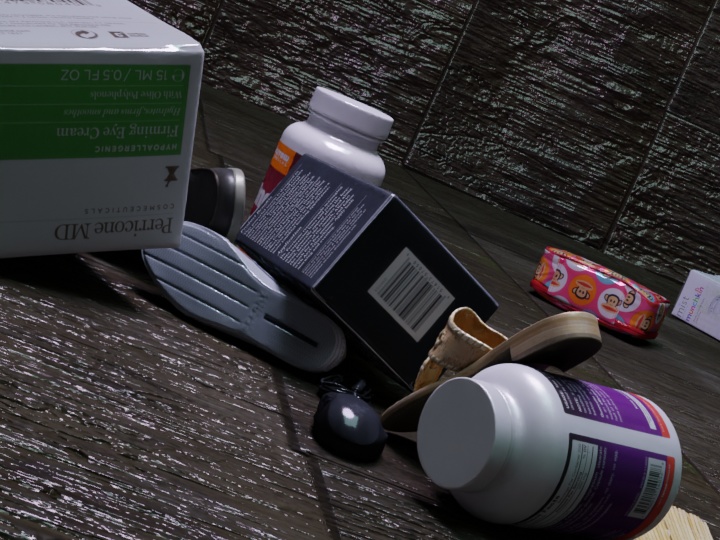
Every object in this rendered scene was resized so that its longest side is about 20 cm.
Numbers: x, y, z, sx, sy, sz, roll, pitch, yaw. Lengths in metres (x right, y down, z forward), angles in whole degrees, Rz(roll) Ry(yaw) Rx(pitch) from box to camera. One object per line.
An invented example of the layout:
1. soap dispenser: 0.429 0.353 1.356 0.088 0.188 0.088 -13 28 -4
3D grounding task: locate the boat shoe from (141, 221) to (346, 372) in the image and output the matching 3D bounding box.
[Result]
1. boat shoe: -0.098 0.029 1.356 0.199 0.072 0.062 34 -6 13

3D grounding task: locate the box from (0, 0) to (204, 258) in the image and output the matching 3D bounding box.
1. box: -0.260 -0.123 1.289 0.197 0.174 0.200 -5 24 -34

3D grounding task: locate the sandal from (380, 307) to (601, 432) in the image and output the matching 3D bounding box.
1. sandal: 0.095 0.057 1.219 0.077 0.071 0.211 14 -31 -39

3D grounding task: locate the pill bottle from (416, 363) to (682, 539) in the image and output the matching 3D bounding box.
1. pill bottle: 0.136 0.131 1.168 0.199 0.114 0.112 16 11 -41

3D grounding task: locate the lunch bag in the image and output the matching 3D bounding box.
1. lunch bag: 0.365 0.033 2.433 0.198 0.083 0.176 27 9 21

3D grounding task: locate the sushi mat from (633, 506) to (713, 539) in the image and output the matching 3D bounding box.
1. sushi mat: 0.248 0.215 1.297 0.095 0.012 0.200 23 8 2

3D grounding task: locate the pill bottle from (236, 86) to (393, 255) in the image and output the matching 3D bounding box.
1. pill bottle: -0.044 -0.074 1.612 0.112 0.202 0.113 22 8 -4

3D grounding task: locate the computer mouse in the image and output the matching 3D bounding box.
1. computer mouse: -0.005 0.101 1.238 0.058 0.034 0.200 22 9 -4

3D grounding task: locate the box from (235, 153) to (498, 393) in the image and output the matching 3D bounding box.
1. box: 0.000 0.000 1.401 0.148 0.107 0.200 45 -6 -26

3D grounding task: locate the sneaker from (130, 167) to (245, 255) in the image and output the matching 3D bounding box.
1. sneaker: -0.182 -0.049 1.414 0.105 0.076 0.199 10 -16 -31

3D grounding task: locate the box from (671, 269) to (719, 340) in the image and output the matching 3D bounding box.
1. box: 0.700 0.086 2.946 0.199 0.098 0.176 14 13 -47
